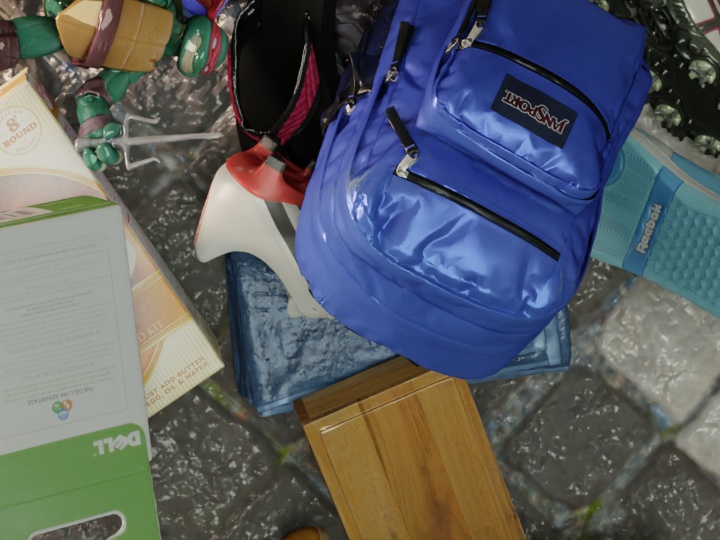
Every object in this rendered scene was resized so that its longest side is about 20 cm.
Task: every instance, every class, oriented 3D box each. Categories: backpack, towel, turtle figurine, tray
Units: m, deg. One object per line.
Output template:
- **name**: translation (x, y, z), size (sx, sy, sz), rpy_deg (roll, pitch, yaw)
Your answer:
- **backpack**: translation (0.056, -0.059, 1.564), size (0.162, 0.168, 0.200), rpy_deg (26, 62, -5)
- **towel**: translation (0.021, 0.018, 1.722), size (0.199, 0.049, 0.112), rpy_deg (-8, 100, -6)
- **turtle figurine**: translation (-0.139, -0.131, 1.607), size (0.199, 0.101, 0.150), rpy_deg (10, 99, -18)
- **tray**: translation (0.041, 0.147, 1.728), size (0.098, 0.037, 0.201), rpy_deg (-23, 117, -3)

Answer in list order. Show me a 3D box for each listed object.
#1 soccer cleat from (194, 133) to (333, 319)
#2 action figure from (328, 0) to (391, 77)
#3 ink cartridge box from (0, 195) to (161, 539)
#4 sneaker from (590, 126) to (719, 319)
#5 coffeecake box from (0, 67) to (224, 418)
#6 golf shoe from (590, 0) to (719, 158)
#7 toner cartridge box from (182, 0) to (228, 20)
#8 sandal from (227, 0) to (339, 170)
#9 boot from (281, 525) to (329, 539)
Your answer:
- **soccer cleat**: translation (0.000, 0.000, 1.665), size (0.200, 0.069, 0.085), rpy_deg (27, 109, -13)
- **action figure**: translation (0.037, -0.174, 1.685), size (0.200, 0.069, 0.130), rpy_deg (-44, 109, 5)
- **ink cartridge box**: translation (-0.176, 0.067, 1.606), size (0.104, 0.059, 0.201), rpy_deg (-13, 102, -31)
- **sneaker**: translation (0.196, -0.035, 1.724), size (0.200, 0.130, 0.080), rpy_deg (37, 114, 20)
- **coffeecake box**: translation (-0.197, 0.010, 1.681), size (0.153, 0.073, 0.200), rpy_deg (-34, 101, 0)
- **golf shoe**: translation (0.191, -0.149, 1.700), size (0.200, 0.077, 0.088), rpy_deg (52, 56, -29)
- **toner cartridge box**: translation (-0.069, -0.247, 1.668), size (0.095, 0.043, 0.200), rpy_deg (35, 94, -10)
- **sandal**: translation (-0.047, -0.118, 1.658), size (0.075, 0.045, 0.201), rpy_deg (17, 124, 26)
- **boot**: translation (-0.121, 0.211, 1.722), size (0.144, 0.071, 0.202), rpy_deg (29, 101, -18)
